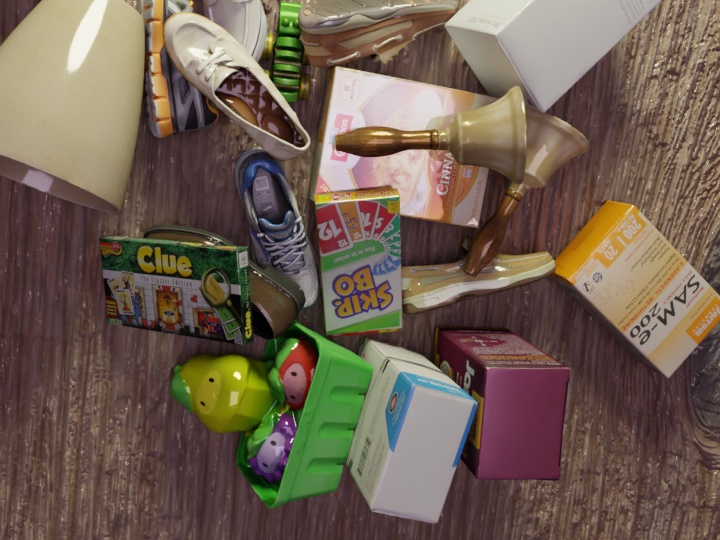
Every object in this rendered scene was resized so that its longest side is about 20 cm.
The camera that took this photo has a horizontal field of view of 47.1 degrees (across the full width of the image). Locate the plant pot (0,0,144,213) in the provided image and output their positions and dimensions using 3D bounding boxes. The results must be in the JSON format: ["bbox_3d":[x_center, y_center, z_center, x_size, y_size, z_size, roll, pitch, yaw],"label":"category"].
[{"bbox_3d":[-0.303,-0.186,0.856,0.187,0.187,0.201,21,82,-14],"label":"plant pot"}]

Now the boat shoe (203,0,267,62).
[{"bbox_3d":[-0.144,-0.319,0.898,0.072,0.066,0.201,5,99,15],"label":"boat shoe"}]

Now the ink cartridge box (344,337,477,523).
[{"bbox_3d":[0.044,0.178,0.960,0.084,0.200,0.146,16,96,-15],"label":"ink cartridge box"}]

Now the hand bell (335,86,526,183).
[{"bbox_3d":[0.073,-0.141,0.899,0.199,0.104,0.105,-3,100,2],"label":"hand bell"}]

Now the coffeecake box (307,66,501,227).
[{"bbox_3d":[0.049,-0.144,0.972,0.199,0.073,0.154,8,99,-12],"label":"coffeecake box"}]

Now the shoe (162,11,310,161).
[{"bbox_3d":[-0.127,-0.197,0.884,0.200,0.053,0.070,44,83,-24],"label":"shoe"}]

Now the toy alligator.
[{"bbox_3d":[-0.082,-0.260,0.937,0.059,0.054,0.201,4,98,-12],"label":"toy alligator"}]

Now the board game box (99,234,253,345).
[{"bbox_3d":[-0.206,0.019,0.911,0.199,0.023,0.105,5,103,29],"label":"board game box"}]

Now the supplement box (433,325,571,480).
[{"bbox_3d":[0.157,0.150,0.977,0.103,0.200,0.131,3,98,-12],"label":"supplement box"}]

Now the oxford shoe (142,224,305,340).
[{"bbox_3d":[-0.165,0.013,0.934,0.200,0.085,0.073,27,137,2],"label":"oxford shoe"}]

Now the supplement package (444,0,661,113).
[{"bbox_3d":[0.220,-0.296,0.943,0.200,0.117,0.117,-44,122,-4],"label":"supplement package"}]

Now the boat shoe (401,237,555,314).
[{"bbox_3d":[0.142,-0.005,1.020,0.199,0.072,0.076,-14,86,-10],"label":"boat shoe"}]

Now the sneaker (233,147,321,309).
[{"bbox_3d":[-0.097,-0.042,0.955,0.077,0.085,0.201,-22,103,-7],"label":"sneaker"}]

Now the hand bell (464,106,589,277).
[{"bbox_3d":[0.179,-0.083,0.982,0.104,0.104,0.200,29,87,-14],"label":"hand bell"}]

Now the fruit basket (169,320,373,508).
[{"bbox_3d":[-0.113,0.155,0.963,0.215,0.155,0.216,-7,106,-27],"label":"fruit basket"}]

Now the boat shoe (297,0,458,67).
[{"bbox_3d":[0.020,-0.278,0.947,0.199,0.076,0.072,-15,128,-21],"label":"boat shoe"}]

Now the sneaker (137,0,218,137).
[{"bbox_3d":[-0.201,-0.249,0.912,0.077,0.078,0.201,-6,104,-23],"label":"sneaker"}]

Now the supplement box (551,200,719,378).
[{"bbox_3d":[0.356,0.024,1.059,0.200,0.074,0.126,41,90,-15],"label":"supplement box"}]

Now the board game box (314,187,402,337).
[{"bbox_3d":[0.000,0.000,0.971,0.095,0.030,0.201,-5,125,-3],"label":"board game box"}]
